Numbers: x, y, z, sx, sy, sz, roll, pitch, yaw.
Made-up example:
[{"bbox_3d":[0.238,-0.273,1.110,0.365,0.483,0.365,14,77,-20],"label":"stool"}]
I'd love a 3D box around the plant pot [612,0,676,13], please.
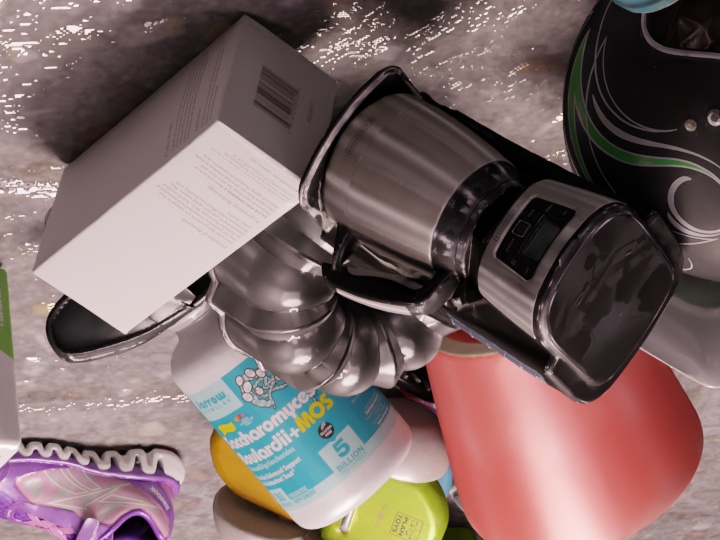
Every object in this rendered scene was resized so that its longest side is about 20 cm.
[{"bbox_3d":[0.100,-0.258,1.225,0.187,0.201,0.200,21,141,-19],"label":"plant pot"}]

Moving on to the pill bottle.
[{"bbox_3d":[-0.062,0.082,1.757,0.111,0.111,0.200,-33,102,35],"label":"pill bottle"}]

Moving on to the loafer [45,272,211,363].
[{"bbox_3d":[-0.133,-0.001,1.671,0.200,0.068,0.070,-30,174,4],"label":"loafer"}]

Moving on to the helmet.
[{"bbox_3d":[0.219,-0.100,1.507,0.200,0.191,0.200,-29,139,-29],"label":"helmet"}]

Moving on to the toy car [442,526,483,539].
[{"bbox_3d":[0.128,0.265,2.170,0.200,0.165,0.158,-39,141,26],"label":"toy car"}]

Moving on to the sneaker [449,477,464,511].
[{"bbox_3d":[0.090,0.155,1.983,0.080,0.071,0.200,6,-169,-46],"label":"sneaker"}]

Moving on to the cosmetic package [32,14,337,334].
[{"bbox_3d":[-0.115,-0.060,1.553,0.085,0.108,0.200,34,133,-23],"label":"cosmetic package"}]

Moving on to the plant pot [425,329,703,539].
[{"bbox_3d":[0.136,0.083,1.797,0.200,0.201,0.178,-18,123,13],"label":"plant pot"}]

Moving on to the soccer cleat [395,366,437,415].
[{"bbox_3d":[0.057,0.087,1.924,0.073,0.068,0.200,-25,149,38],"label":"soccer cleat"}]

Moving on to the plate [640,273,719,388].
[{"bbox_3d":[0.216,-0.021,1.595,0.200,0.199,0.032,-32,140,-36],"label":"plate"}]

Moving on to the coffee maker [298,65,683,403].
[{"bbox_3d":[0.092,-0.020,1.476,0.192,0.200,0.135,2,115,-55],"label":"coffee maker"}]

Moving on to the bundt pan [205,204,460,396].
[{"bbox_3d":[0.000,0.000,1.642,0.201,0.076,0.203,-14,122,-24],"label":"bundt pan"}]

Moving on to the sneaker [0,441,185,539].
[{"bbox_3d":[-0.238,0.196,1.998,0.199,0.089,0.081,3,149,-20],"label":"sneaker"}]

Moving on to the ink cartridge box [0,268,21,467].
[{"bbox_3d":[-0.346,0.064,1.674,0.199,0.146,0.084,10,146,-31],"label":"ink cartridge box"}]

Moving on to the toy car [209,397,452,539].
[{"bbox_3d":[-0.013,0.153,1.921,0.199,0.150,0.176,25,116,12],"label":"toy car"}]
